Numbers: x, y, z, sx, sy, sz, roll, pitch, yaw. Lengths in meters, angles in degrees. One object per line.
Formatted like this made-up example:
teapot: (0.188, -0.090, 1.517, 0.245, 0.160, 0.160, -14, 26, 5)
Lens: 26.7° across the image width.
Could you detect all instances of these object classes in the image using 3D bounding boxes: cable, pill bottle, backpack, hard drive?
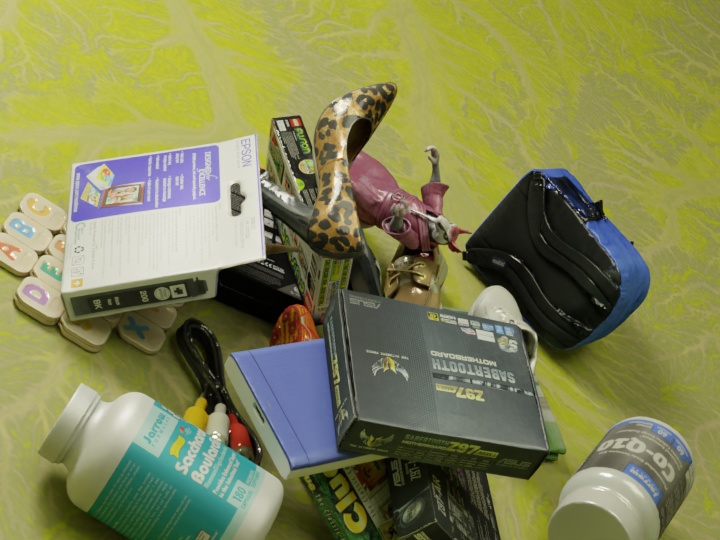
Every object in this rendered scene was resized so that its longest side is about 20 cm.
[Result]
cable: (-0.133, 0.120, 1.457, 0.096, 0.050, 0.201, 22, 37, -23)
pill bottle: (-0.173, 0.179, 1.295, 0.199, 0.111, 0.111, 33, 33, -7)
pill bottle: (0.280, 0.247, 1.631, 0.114, 0.114, 0.200, 42, 33, 8)
backpack: (0.265, -0.012, 1.887, 0.167, 0.163, 0.200, -8, 53, -51)
hard drive: (-0.012, 0.119, 1.411, 0.199, 0.025, 0.132, -7, 52, -36)

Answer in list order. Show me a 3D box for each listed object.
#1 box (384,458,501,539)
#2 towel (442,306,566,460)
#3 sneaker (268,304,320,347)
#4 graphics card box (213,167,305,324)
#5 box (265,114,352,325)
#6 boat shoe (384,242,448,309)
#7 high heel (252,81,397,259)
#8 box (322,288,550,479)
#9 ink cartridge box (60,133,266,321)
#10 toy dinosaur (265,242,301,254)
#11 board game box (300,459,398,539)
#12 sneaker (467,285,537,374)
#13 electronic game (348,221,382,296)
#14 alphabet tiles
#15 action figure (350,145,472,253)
box: (0.080, 0.214, 1.487, 0.160, 0.043, 0.201, 48, 22, -39)
towel: (0.143, 0.128, 1.732, 0.148, 0.031, 0.201, 9, 45, -32)
sneaker: (-0.044, 0.127, 1.526, 0.077, 0.073, 0.202, 10, 52, -39)
graphics card box: (-0.113, -0.034, 1.664, 0.125, 0.051, 0.201, 24, 35, -20)
box: (-0.058, -0.054, 1.592, 0.034, 0.111, 0.201, -9, 52, -17)
boat shoe: (0.056, 0.013, 1.727, 0.200, 0.073, 0.067, -77, 152, -63)
high heel: (0.003, -0.098, 1.514, 0.142, 0.072, 0.200, 36, 69, 28)
box: (0.068, 0.106, 1.411, 0.198, 0.051, 0.159, 12, 44, -19)
ink cartridge box: (-0.190, -0.046, 1.490, 0.198, 0.044, 0.199, -10, 42, 2)
toy dinosaur: (-0.158, -0.032, 1.557, 0.198, 0.058, 0.102, -1, 51, -1)
board game box: (-0.007, 0.197, 1.437, 0.105, 0.023, 0.201, -34, 96, -46)
sneaker: (0.169, 0.079, 1.699, 0.074, 0.100, 0.201, 23, 37, -16)
electronic game: (0.000, 0.000, 1.627, 0.041, 0.201, 0.201, -16, 50, -5)
alphabet tiles: (-0.268, -0.001, 1.513, 0.195, 0.015, 0.201, 32, 34, -7)
action figure: (0.033, -0.063, 1.720, 0.199, 0.150, 0.134, 33, 42, 21)
